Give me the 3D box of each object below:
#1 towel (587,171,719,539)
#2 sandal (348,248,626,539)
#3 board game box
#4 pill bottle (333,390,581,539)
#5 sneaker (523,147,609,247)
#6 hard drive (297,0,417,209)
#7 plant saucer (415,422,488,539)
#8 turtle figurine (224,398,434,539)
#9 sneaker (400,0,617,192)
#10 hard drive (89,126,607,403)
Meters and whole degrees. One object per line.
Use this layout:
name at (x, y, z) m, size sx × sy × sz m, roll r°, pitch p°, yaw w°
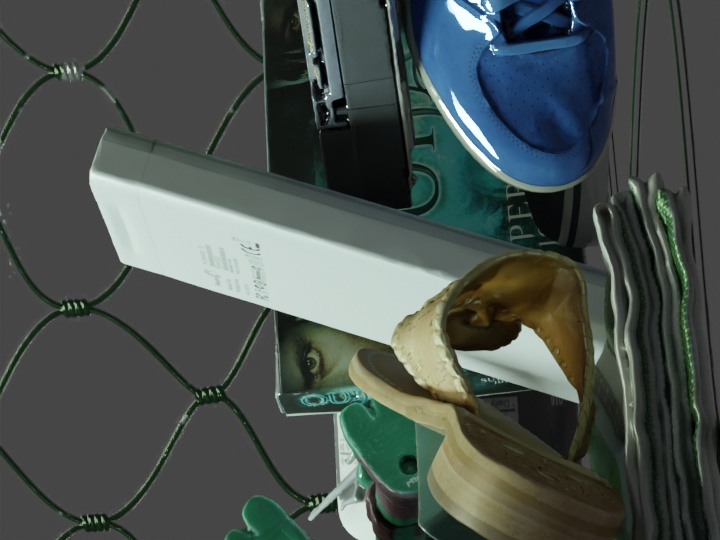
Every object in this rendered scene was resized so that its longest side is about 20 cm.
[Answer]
towel at (0.088, 0.079, 0.866) m, size 0.200 × 0.030 × 0.150 m, roll 87°, pitch 180°, yaw -64°
sandal at (0.051, 0.030, 0.838) m, size 0.070 × 0.077 × 0.212 m, roll -64°, pitch 11°, yaw 6°
board game box at (0.026, -0.038, 1.182) m, size 0.028 × 0.134 × 0.201 m, roll 70°, pitch -166°, yaw -60°
pill bottle at (0.043, 0.064, 1.249) m, size 0.113 × 0.112 × 0.201 m, roll 168°, pitch 99°, yaw -90°
sneaker at (0.054, -0.107, 1.068) m, size 0.078 × 0.079 × 0.201 m, roll 102°, pitch 163°, yaw -86°
hard drive at (-0.009, -0.140, 1.057) m, size 0.140 × 0.038 × 0.201 m, roll 81°, pitch -177°, yaw -50°
plant saucer at (0.051, 0.075, 0.900) m, size 0.019 × 0.070 × 0.200 m, roll -55°, pitch 3°, yaw 6°
turtle figurine at (0.000, 0.132, 1.145) m, size 0.150 × 0.100 × 0.200 m, roll -61°, pitch -16°, yaw -22°
sneaker at (0.053, -0.121, 0.950) m, size 0.111 × 0.076 × 0.201 m, roll -136°, pitch 36°, yaw -80°
hard drive at (0.000, 0.000, 1.057) m, size 0.132 × 0.199 × 0.027 m, roll 87°, pitch -160°, yaw -76°
